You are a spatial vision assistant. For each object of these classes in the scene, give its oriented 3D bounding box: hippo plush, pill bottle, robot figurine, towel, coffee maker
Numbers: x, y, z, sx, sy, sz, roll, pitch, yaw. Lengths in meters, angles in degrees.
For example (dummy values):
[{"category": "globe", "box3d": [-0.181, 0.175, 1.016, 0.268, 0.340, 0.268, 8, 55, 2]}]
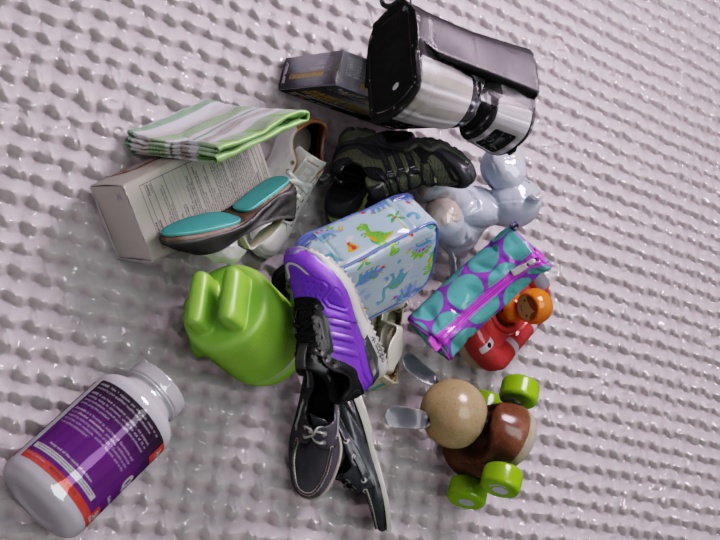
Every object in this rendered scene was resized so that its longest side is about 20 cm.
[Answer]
[{"category": "hippo plush", "box3d": [0.173, -0.095, 1.626, 0.160, 0.159, 0.201, -19, 89, 6]}, {"category": "pill bottle", "box3d": [-0.292, 0.195, 1.307, 0.200, 0.112, 0.113, -45, 107, -32]}, {"category": "robot figurine", "box3d": [-0.136, 0.069, 1.406, 0.200, 0.175, 0.116, 49, 37, -55]}, {"category": "towel", "box3d": [-0.176, -0.174, 1.405, 0.149, 0.200, 0.031, -32, 118, -34]}, {"category": "coffee maker", "box3d": [0.120, -0.257, 1.465, 0.200, 0.135, 0.193, 12, 87, -33]}]

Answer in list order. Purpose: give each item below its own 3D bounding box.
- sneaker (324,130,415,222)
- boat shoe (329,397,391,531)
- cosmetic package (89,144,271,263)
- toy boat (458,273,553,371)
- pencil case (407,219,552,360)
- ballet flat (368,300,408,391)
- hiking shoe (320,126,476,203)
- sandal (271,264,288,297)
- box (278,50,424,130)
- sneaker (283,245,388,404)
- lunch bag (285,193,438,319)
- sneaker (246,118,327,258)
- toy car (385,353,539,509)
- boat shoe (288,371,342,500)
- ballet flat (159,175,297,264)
[{"category": "sneaker", "box3d": [0.014, -0.117, 1.623, 0.200, 0.072, 0.083, -49, 137, -32]}, {"category": "boat shoe", "box3d": [-0.009, 0.252, 1.526, 0.066, 0.075, 0.200, -15, 98, -6]}, {"category": "cosmetic package", "box3d": [-0.214, -0.097, 1.424, 0.200, 0.087, 0.104, -30, 112, -36]}, {"category": "toy boat", "box3d": [0.221, 0.055, 1.676, 0.200, 0.131, 0.131, -46, 111, -32]}, {"category": "pencil case", "box3d": [0.161, 0.029, 1.574, 0.200, 0.092, 0.085, -43, 105, -2]}, {"category": "ballet flat", "box3d": [0.037, 0.066, 1.590, 0.069, 0.069, 0.201, 16, 72, -32]}, {"category": "hiking shoe", "box3d": [0.051, -0.122, 1.525, 0.076, 0.200, 0.101, 68, 40, -53]}, {"category": "sandal", "box3d": [-0.041, -0.015, 1.558, 0.200, 0.075, 0.048, -19, 53, -33]}, {"category": "box", "box3d": [0.013, -0.240, 1.571, 0.200, 0.158, 0.048, 14, 88, -33]}, {"category": "sneaker", "box3d": [-0.044, 0.071, 1.342, 0.100, 0.069, 0.200, -43, 115, -32]}, {"category": "lunch bag", "box3d": [0.000, 0.000, 1.493, 0.200, 0.161, 0.082, -27, 56, -22]}, {"category": "sneaker", "box3d": [-0.096, -0.114, 1.521, 0.073, 0.085, 0.200, 26, 69, -30]}, {"category": "toy car", "box3d": [0.123, 0.203, 1.579, 0.200, 0.158, 0.165, 29, 56, -19]}, {"category": "boat shoe", "box3d": [-0.059, 0.192, 1.474, 0.063, 0.072, 0.201, 21, 78, -73]}, {"category": "ballet flat", "box3d": [-0.148, -0.049, 1.386, 0.200, 0.068, 0.069, -28, 120, -36]}]
